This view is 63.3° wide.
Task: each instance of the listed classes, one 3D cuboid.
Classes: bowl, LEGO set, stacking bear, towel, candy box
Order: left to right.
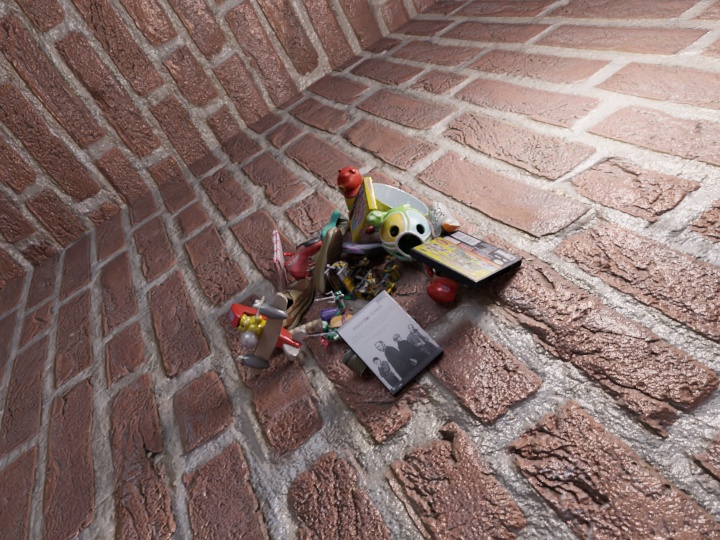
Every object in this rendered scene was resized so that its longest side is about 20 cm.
[{"bbox_3d":[-0.250,-0.017,1.781,0.030,0.147,0.200,-9,32,-4],"label":"towel"},{"bbox_3d":[-0.006,-0.232,1.821,0.114,0.200,0.121,-44,35,-20],"label":"stacking bear"},{"bbox_3d":[0.000,0.000,1.579,0.200,0.116,0.154,14,53,48],"label":"LEGO set"},{"bbox_3d":[0.003,-0.169,1.666,0.026,0.200,0.103,-5,67,-17],"label":"candy box"},{"bbox_3d":[0.090,-0.164,1.718,0.200,0.199,0.108,-110,38,-57],"label":"bowl"}]

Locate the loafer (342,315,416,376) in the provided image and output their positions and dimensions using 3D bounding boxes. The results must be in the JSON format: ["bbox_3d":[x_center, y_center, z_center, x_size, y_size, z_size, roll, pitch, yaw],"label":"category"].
[{"bbox_3d":[0.055,0.178,1.354,0.200,0.075,0.070,-33,68,-9],"label":"loafer"}]

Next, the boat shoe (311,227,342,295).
[{"bbox_3d":[-0.104,-0.031,1.635,0.076,0.201,0.072,23,22,27],"label":"boat shoe"}]

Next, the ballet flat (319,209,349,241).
[{"bbox_3d":[-0.072,-0.139,1.876,0.070,0.068,0.200,3,28,12],"label":"ballet flat"}]

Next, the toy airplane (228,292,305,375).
[{"bbox_3d":[-0.241,0.166,1.476,0.199,0.201,0.141,-14,9,31],"label":"toy airplane"}]

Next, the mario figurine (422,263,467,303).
[{"bbox_3d":[0.214,-0.007,1.424,0.123,0.106,0.200,-24,28,30],"label":"mario figurine"}]

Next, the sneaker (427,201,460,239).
[{"bbox_3d":[0.210,-0.138,1.554,0.076,0.092,0.200,-33,3,9],"label":"sneaker"}]

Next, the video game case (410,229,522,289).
[{"bbox_3d":[0.251,-0.031,1.394,0.180,0.026,0.200,-22,38,-38],"label":"video game case"}]

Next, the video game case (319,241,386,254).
[{"bbox_3d":[-0.006,-0.067,1.693,0.143,0.019,0.200,-11,12,-43],"label":"video game case"}]

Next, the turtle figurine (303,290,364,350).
[{"bbox_3d":[-0.041,0.124,1.465,0.199,0.101,0.150,-10,51,3],"label":"turtle figurine"}]

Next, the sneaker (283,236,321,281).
[{"bbox_3d":[-0.152,-0.029,1.716,0.074,0.087,0.200,-27,-10,-37],"label":"sneaker"}]

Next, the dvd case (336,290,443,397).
[{"bbox_3d":[0.064,0.159,1.306,0.150,0.025,0.200,-39,65,-12],"label":"dvd case"}]

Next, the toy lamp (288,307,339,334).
[{"bbox_3d":[-0.139,0.151,1.549,0.199,0.058,0.058,-25,33,13],"label":"toy lamp"}]

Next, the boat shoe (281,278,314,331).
[{"bbox_3d":[-0.192,0.090,1.656,0.075,0.074,0.200,-11,38,28],"label":"boat shoe"}]

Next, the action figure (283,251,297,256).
[{"bbox_3d":[-0.160,-0.043,1.800,0.199,0.066,0.099,-11,4,27],"label":"action figure"}]

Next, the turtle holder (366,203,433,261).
[{"bbox_3d":[0.114,-0.107,1.559,0.141,0.186,0.132,-27,23,9],"label":"turtle holder"}]
